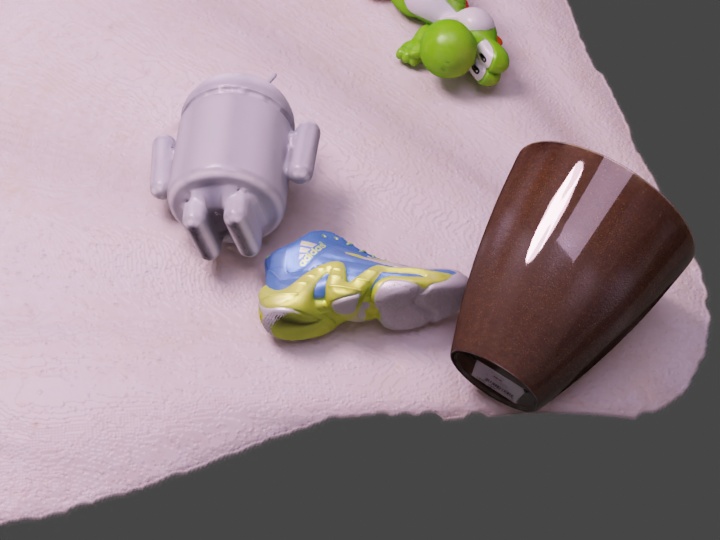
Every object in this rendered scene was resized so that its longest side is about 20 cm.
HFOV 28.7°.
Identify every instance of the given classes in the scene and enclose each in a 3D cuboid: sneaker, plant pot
[{"bbox_3d":[0.000,0.000,1.311,0.199,0.076,0.105,-6,55,-9],"label":"sneaker"},{"bbox_3d":[0.172,0.021,1.271,0.186,0.187,0.200,30,72,14],"label":"plant pot"}]

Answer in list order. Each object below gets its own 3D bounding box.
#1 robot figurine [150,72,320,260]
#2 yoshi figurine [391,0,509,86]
[{"bbox_3d":[-0.123,-0.107,1.350,0.169,0.113,0.201,-2,55,10],"label":"robot figurine"},{"bbox_3d":[0.076,-0.276,1.501,0.112,0.113,0.200,-33,66,-8],"label":"yoshi figurine"}]
